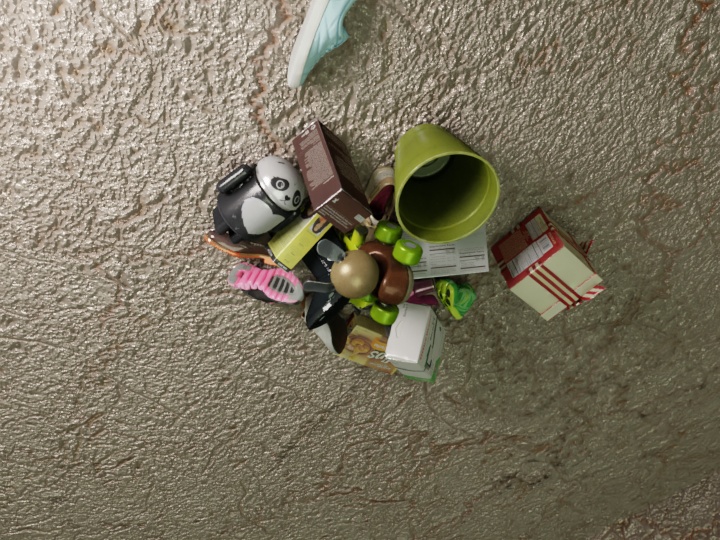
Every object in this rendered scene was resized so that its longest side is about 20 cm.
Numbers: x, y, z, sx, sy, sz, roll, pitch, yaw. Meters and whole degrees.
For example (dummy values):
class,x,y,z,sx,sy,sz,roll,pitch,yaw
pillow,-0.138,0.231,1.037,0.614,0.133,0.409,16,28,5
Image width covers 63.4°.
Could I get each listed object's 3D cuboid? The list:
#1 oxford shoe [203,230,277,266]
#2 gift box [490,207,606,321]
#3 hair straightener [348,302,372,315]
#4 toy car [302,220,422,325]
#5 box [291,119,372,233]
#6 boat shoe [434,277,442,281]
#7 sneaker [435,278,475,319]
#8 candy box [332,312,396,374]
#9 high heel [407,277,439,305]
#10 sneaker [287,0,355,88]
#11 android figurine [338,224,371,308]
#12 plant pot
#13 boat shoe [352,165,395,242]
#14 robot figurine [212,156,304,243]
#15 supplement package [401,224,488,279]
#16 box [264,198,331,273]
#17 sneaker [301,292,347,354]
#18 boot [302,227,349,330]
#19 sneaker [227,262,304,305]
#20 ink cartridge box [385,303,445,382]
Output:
class,x,y,z,sx,sy,sz,roll,pitch,yaw
oxford shoe,-0.239,-0.066,1.272,0.199,0.071,0.073,13,109,-29
gift box,0.453,-0.013,1.374,0.186,0.185,0.200,34,122,-31
hair straightener,0.003,0.071,1.418,0.198,0.041,0.077,-1,132,6
toy car,-0.010,-0.002,1.107,0.199,0.158,0.165,5,118,-31
box,-0.056,-0.179,1.108,0.075,0.201,0.100,-35,141,18
boat shoe,0.117,0.017,1.407,0.199,0.062,0.073,-21,130,6
sneaker,0.237,0.056,1.446,0.083,0.074,0.200,-42,154,1
candy box,0.035,0.196,1.543,0.199,0.055,0.116,24,121,-28
high heel,0.125,0.049,1.326,0.095,0.068,0.200,-14,164,8
sneaker,-0.064,-0.401,1.016,0.081,0.074,0.201,17,125,-20
android figurine,0.000,0.000,1.300,0.041,0.182,0.201,-23,145,-34
plant pot,0.148,-0.190,1.156,0.199,0.194,0.201,-6,130,-7
boat shoe,0.031,-0.126,1.266,0.073,0.069,0.201,6,128,-16
robot figurine,-0.205,-0.138,1.169,0.199,0.150,0.125,-34,88,17
supplement package,0.159,-0.045,1.285,0.198,0.156,0.112,-5,93,-7
box,-0.112,-0.094,1.229,0.200,0.075,0.050,-48,126,5
sneaker,-0.091,0.124,1.424,0.084,0.073,0.201,12,139,32
boot,-0.091,0.010,1.295,0.200,0.168,0.076,-49,158,26
sneaker,-0.202,0.044,1.319,0.199,0.079,0.096,16,149,29
ink cartridge box,0.140,0.178,1.434,0.084,0.147,0.200,7,160,22
